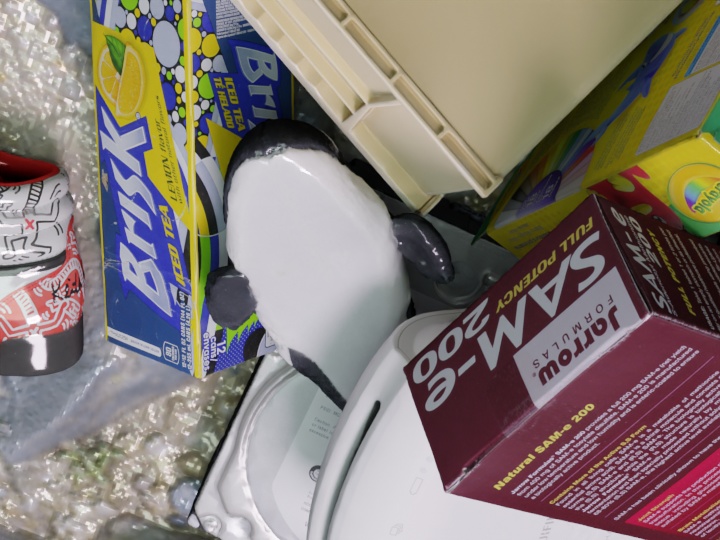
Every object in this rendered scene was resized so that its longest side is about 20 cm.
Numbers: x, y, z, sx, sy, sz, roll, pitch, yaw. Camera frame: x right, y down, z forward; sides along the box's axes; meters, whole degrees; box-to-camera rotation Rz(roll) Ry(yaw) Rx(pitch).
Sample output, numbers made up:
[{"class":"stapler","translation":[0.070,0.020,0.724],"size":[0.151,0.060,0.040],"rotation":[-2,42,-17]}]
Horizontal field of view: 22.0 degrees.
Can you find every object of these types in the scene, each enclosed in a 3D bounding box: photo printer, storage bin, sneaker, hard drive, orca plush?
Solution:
[{"class":"photo printer","translation":[0.073,0.089,0.818],"size":[0.199,0.069,0.167],"rotation":[-4,128,-30]},{"class":"storage bin","translation":[0.042,-0.162,0.732],"size":[0.200,0.094,0.199],"rotation":[-44,102,-10]},{"class":"sneaker","translation":[-0.230,-0.011,0.871],"size":[0.201,0.067,0.108],"rotation":[2,109,1]},{"class":"hard drive","translation":[0.017,0.064,0.891],"size":[0.139,0.038,0.200],"rotation":[25,110,-4]},{"class":"orca plush","translation":[0.000,0.000,0.814],"size":[0.105,0.071,0.200],"rotation":[-29,126,23]}]

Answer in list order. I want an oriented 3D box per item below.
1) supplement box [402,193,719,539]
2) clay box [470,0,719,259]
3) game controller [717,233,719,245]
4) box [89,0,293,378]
[{"class":"supplement box","translation":[0.127,0.050,0.712],"size":[0.200,0.061,0.109],"rotation":[19,128,-41]},{"class":"clay box","translation":[0.123,-0.060,0.741],"size":[0.048,0.200,0.115],"rotation":[37,70,-10]},{"class":"game controller","translation":[0.223,-0.037,0.840],"size":[0.104,0.042,0.201],"rotation":[7,112,-13]},{"class":"box","translation":[-0.073,-0.060,0.824],"size":[0.070,0.064,0.201],"rotation":[18,116,41]}]
